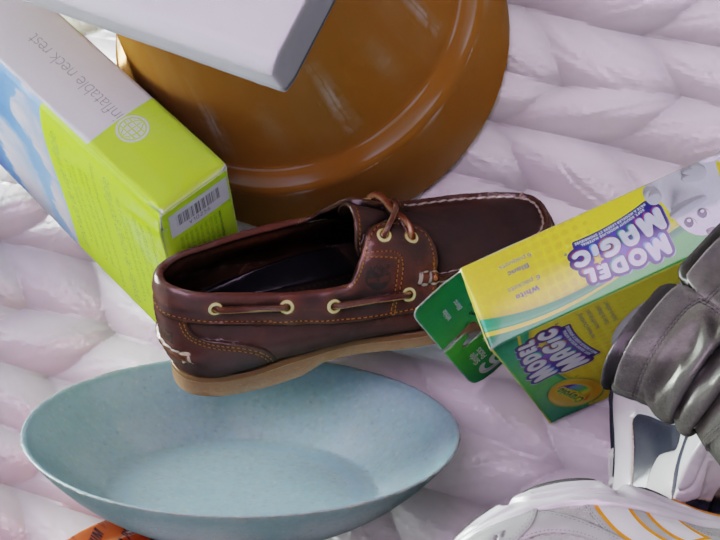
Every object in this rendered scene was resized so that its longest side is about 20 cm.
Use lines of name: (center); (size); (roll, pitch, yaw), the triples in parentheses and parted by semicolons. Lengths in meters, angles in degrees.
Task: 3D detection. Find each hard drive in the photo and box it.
hard drive: (-0.090, -0.168, 0.967); (0.200, 0.027, 0.132); (21, 78, 25)

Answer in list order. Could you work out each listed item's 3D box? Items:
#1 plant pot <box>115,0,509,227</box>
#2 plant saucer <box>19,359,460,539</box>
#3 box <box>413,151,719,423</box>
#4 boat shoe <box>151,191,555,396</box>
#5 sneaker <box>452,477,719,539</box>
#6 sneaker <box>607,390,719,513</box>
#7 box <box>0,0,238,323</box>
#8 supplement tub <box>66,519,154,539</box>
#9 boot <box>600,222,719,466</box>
plant pot: (-0.046, -0.143, 1.060); (0.200, 0.183, 0.200); (-6, 69, 17)
plant saucer: (-0.054, 0.089, 0.997); (0.201, 0.201, 0.039); (7, 109, 21)
box: (0.131, 0.006, 0.982); (0.200, 0.117, 0.048); (-23, 64, 10)
boat shoe: (0.000, 0.000, 1.025); (0.200, 0.070, 0.070); (-19, 39, -11)
sneaker: (0.122, 0.135, 0.861); (0.200, 0.076, 0.092); (-4, 26, 14)
sneaker: (0.135, 0.109, 0.973); (0.079, 0.130, 0.199); (22, 117, -4)
box: (-0.137, -0.060, 1.090); (0.048, 0.122, 0.200); (-36, 60, -20)
supplement tub: (-0.074, 0.213, 0.970); (0.123, 0.123, 0.200); (-39, 63, 1)
boot: (0.199, 0.008, 0.854); (0.200, 0.068, 0.131); (-40, 63, -7)
